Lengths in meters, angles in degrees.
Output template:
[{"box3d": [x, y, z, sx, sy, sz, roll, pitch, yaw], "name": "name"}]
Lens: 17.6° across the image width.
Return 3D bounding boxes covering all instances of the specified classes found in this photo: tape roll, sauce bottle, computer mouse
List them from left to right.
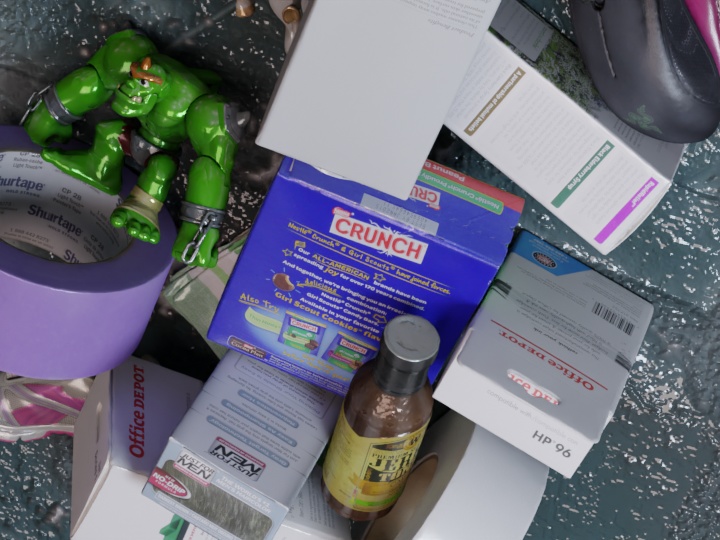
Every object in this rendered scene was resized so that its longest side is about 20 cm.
[{"box3d": [-0.242, -0.016, 1.717, 0.199, 0.200, 0.085, 27, 121, 4], "name": "tape roll"}, {"box3d": [0.016, 0.105, 1.652, 0.065, 0.065, 0.200, 23, 143, 6], "name": "sauce bottle"}, {"box3d": [0.052, 0.199, 1.722, 0.071, 0.203, 0.203, 36, 122, -9], "name": "tape roll"}, {"box3d": [0.170, -0.165, 1.543, 0.138, 0.053, 0.201, -14, 107, 56], "name": "computer mouse"}]

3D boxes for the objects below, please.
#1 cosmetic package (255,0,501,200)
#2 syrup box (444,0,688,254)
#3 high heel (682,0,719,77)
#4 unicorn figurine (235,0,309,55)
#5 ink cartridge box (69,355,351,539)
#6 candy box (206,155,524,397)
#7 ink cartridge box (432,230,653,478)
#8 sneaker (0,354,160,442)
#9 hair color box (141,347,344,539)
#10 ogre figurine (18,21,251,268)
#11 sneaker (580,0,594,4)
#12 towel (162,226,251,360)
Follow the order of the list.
[{"box3d": [0.017, -0.153, 1.492, 0.112, 0.081, 0.200, 22, 134, -7], "name": "cosmetic package"}, {"box3d": [0.125, -0.111, 1.611, 0.200, 0.079, 0.081, 40, 121, -4], "name": "syrup box"}, {"box3d": [0.214, -0.196, 1.551, 0.096, 0.067, 0.201, -21, 99, 44], "name": "high heel"}, {"box3d": [-0.041, -0.200, 1.609, 0.074, 0.138, 0.201, 6, 133, 6], "name": "unicorn figurine"}, {"box3d": [-0.115, 0.160, 1.752, 0.199, 0.146, 0.084, 21, 119, -18], "name": "ink cartridge box"}, {"box3d": [0.000, 0.000, 1.653, 0.169, 0.077, 0.200, 24, 140, -4], "name": "candy box"}, {"box3d": [0.126, 0.066, 1.631, 0.116, 0.200, 0.068, 30, 122, 2], "name": "ink cartridge box"}, {"box3d": [-0.237, 0.086, 1.844, 0.199, 0.081, 0.089, 9, 118, 5], "name": "sneaker"}, {"box3d": [-0.075, 0.116, 1.702, 0.099, 0.200, 0.061, 30, 122, 1], "name": "hair color box"}, {"box3d": [-0.157, -0.101, 1.696, 0.098, 0.200, 0.120, 21, 104, -40], "name": "ogre figurine"}, {"box3d": [0.155, -0.241, 1.449, 0.104, 0.060, 0.200, 51, 129, -2], "name": "sneaker"}, {"box3d": [-0.037, 0.022, 1.769, 0.200, 0.023, 0.153, -33, 103, 29], "name": "towel"}]
